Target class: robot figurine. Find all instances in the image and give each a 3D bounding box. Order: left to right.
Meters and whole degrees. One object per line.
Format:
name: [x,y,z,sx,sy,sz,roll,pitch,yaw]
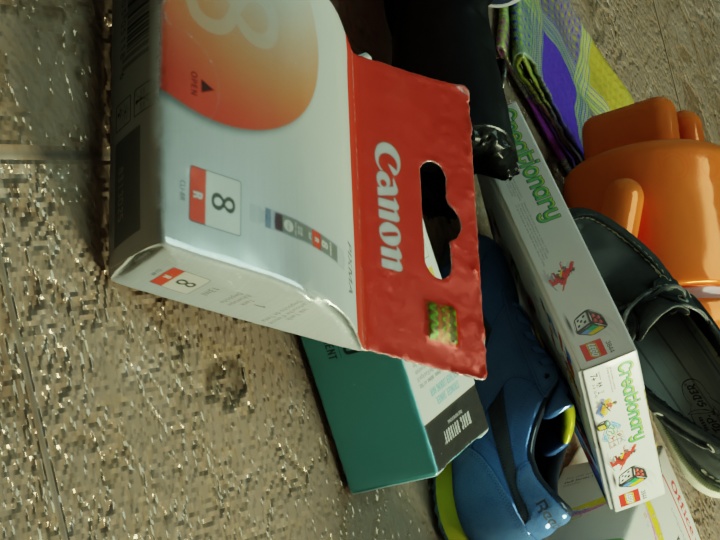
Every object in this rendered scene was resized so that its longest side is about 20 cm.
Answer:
robot figurine: [0.191,-0.007,1.513,0.144,0.117,0.200,107,-23,-73]

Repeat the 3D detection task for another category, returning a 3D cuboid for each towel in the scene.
towel: [0.143,-0.130,1.596,0.200,0.023,0.144,55,31,-40]

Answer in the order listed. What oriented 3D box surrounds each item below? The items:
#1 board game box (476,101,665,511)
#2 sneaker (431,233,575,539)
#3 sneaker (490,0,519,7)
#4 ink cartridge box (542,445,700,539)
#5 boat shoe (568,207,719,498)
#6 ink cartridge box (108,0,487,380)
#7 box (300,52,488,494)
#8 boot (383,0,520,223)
board game box: [0.111,0.018,1.298,0.126,0.035,0.200,72,-2,-48]
sneaker: [0.084,0.061,1.271,0.066,0.078,0.200,48,33,-44]
sneaker: [0.036,-0.234,1.348,0.200,0.070,0.109,63,20,-9]
ink cartridge box: [0.155,0.181,1.370,0.117,0.067,0.200,67,24,-15]
boat shoe: [0.177,0.041,1.393,0.199,0.074,0.066,61,-16,9]
ink cartridge box: [-0.016,-0.049,1.041,0.200,0.050,0.162,15,58,-30]
box: [0.000,0.000,1.148,0.082,0.049,0.200,-30,104,-66]
boot: [0.062,-0.137,1.241,0.076,0.200,0.168,6,60,-18]
